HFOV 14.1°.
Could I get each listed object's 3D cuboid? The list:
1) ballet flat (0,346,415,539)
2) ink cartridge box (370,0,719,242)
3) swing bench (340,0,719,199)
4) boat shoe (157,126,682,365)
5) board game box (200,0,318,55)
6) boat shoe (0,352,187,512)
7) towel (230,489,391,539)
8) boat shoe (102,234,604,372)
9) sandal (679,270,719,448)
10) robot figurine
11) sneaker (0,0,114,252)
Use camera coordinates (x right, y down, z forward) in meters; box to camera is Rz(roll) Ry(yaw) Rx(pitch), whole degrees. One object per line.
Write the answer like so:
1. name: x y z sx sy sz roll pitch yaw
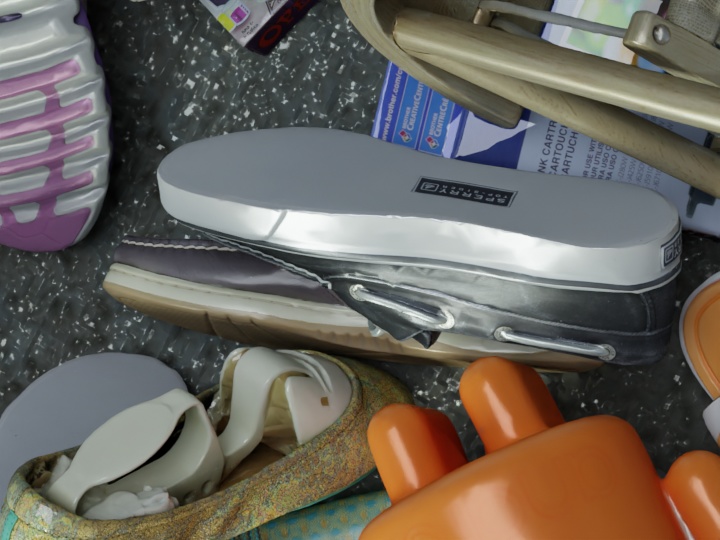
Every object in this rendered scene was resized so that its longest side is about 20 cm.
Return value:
1. ballet flat: -0.053 0.065 1.088 0.071 0.200 0.071 29 133 38
2. ink cartridge box: 0.111 -0.078 1.100 0.200 0.042 0.119 14 89 4
3. swing bench: 0.120 -0.140 1.023 0.200 0.130 0.199 22 79 9
4. boat shoe: 0.020 -0.004 1.071 0.200 0.072 0.068 8 119 15
5. board game box: -0.012 -0.199 1.182 0.200 0.032 0.120 -46 70 9
6. boat shoe: -0.116 0.112 1.127 0.072 0.200 0.066 11 129 4
7. towel: 0.026 0.155 1.135 0.200 0.022 0.147 -14 81 13
8. boat shoe: 0.000 0.000 1.140 0.200 0.072 0.065 7 82 14
9. sandal: 0.186 0.082 1.064 0.207 0.059 0.079 51 127 15
10. robot figurine: 0.071 0.132 1.056 0.144 0.117 0.200 -20 77 -28
11. sneaker: -0.137 -0.109 1.190 0.080 0.088 0.200 -6 106 16
